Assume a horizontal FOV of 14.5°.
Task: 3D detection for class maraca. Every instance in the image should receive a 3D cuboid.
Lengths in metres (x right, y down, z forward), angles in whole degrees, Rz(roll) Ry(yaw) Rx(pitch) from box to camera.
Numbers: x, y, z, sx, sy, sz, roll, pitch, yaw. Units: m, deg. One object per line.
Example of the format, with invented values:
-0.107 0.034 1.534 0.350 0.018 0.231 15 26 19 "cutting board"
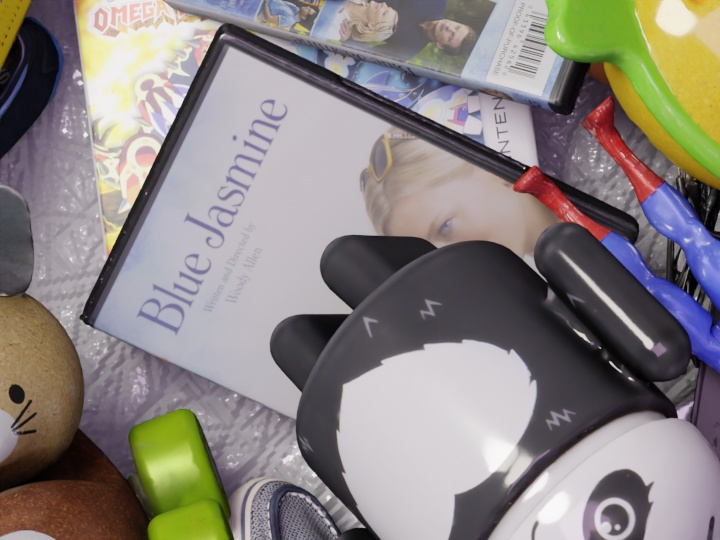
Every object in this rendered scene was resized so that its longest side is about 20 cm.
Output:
0.140 -0.101 1.115 0.199 0.107 0.138 28 53 -26 "maraca"

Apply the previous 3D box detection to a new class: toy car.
-0.154 0.065 1.148 0.163 0.158 0.201 -20 117 -2 "toy car"

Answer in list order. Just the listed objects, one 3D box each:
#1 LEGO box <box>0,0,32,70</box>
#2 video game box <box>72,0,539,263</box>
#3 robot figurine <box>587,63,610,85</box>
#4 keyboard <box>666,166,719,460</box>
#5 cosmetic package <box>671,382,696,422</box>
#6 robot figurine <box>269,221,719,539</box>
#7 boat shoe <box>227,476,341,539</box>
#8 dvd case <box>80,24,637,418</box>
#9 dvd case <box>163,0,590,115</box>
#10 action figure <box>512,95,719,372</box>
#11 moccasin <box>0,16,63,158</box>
-0.227 -0.109 1.192 0.148 0.077 0.201 18 78 30 "LEGO box"
-0.022 -0.073 1.262 0.199 0.047 0.183 -8 83 0 "video game box"
0.141 -0.162 1.232 0.116 0.144 0.201 19 85 45 "robot figurine"
0.175 -0.008 1.199 0.103 0.040 0.201 11 87 2 "keyboard"
0.133 0.120 1.233 0.200 0.071 0.102 -36 86 -2 "cosmetic package"
0.053 0.069 1.124 0.124 0.151 0.200 -32 60 -25 "robot figurine"
0.011 0.161 1.196 0.093 0.074 0.201 -41 62 35 "boat shoe"
0.000 0.000 1.214 0.199 0.018 0.143 25 105 -9 "dvd case"
0.024 -0.155 1.201 0.199 0.018 0.143 17 80 27 "dvd case"
0.148 0.022 1.133 0.065 0.099 0.200 -43 90 0 "action figure"
-0.217 -0.043 1.249 0.080 0.068 0.200 39 88 3 "moccasin"
